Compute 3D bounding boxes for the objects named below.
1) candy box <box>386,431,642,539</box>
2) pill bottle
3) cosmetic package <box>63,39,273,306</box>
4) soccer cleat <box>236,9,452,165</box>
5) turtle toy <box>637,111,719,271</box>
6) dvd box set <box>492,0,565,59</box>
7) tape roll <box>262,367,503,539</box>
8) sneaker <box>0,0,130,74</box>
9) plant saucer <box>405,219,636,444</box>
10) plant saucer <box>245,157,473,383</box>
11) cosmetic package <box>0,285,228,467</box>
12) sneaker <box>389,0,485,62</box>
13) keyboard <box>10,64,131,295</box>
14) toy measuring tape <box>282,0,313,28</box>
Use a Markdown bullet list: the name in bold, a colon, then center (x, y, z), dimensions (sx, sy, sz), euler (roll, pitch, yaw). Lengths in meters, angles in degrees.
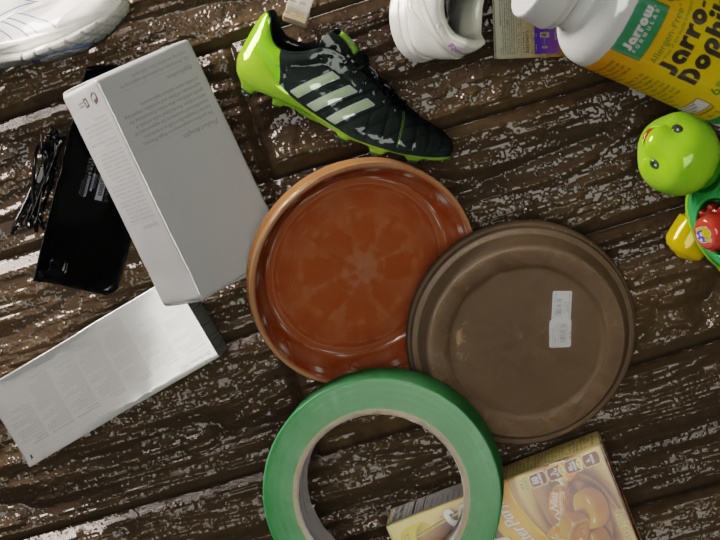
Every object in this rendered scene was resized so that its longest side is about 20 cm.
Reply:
- **candy box**: center (0.136, 0.231, 1.425), dimensions (0.199, 0.055, 0.116), euler (-22, 95, 8)
- **pill bottle**: center (0.222, -0.196, 1.263), dimensions (0.199, 0.113, 0.113), euler (22, 100, -16)
- **cosmetic package**: center (-0.154, -0.080, 1.375), dimensions (0.102, 0.074, 0.201), euler (-29, 100, -33)
- **soccer cleat**: center (-0.009, -0.152, 1.378), dimensions (0.199, 0.068, 0.081), euler (25, 108, 5)
- **turtle toy**: center (0.314, -0.060, 1.343), dimensions (0.200, 0.101, 0.146), euler (31, 100, 1)
- **dvd box set**: center (0.204, -0.238, 1.325), dimensions (0.199, 0.029, 0.147), euler (-2, 136, 6)
- **tape roll**: center (0.020, 0.184, 1.379), dimensions (0.200, 0.048, 0.201), euler (1, 98, 7)
- **sneaker**: center (-0.295, -0.213, 1.398), dimensions (0.199, 0.075, 0.087), euler (-15, 92, 7)
- **plant saucer**: center (0.138, 0.057, 1.394), dimensions (0.199, 0.029, 0.201), euler (-1, 105, -4)
- **plant saucer**: center (0.000, 0.000, 1.384), dimensions (0.199, 0.032, 0.201), euler (-7, 114, -16)
- **cosmetic package**: center (-0.223, 0.086, 1.442), dimensions (0.200, 0.051, 0.083), euler (-30, 91, 9)
- **sneaker**: center (0.071, -0.270, 1.336), dimensions (0.075, 0.099, 0.201), euler (-15, 106, -34)
- **keyboard**: center (-0.241, -0.085, 1.436), dimensions (0.104, 0.040, 0.201), euler (13, 98, -20)
- **toy measuring tape**: center (-0.024, -0.303, 1.373), dimensions (0.073, 0.074, 0.201), euler (19, 122, 3)
